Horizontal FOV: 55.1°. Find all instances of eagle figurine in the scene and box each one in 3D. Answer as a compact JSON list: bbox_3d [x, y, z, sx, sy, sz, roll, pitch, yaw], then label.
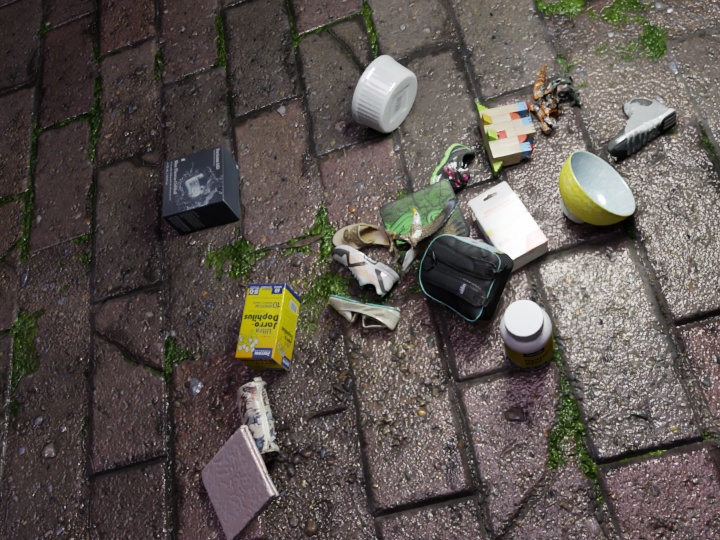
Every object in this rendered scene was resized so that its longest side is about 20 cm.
[{"bbox_3d":[0.163,-0.089,1.690,0.198,0.152,0.152,-11,104,6],"label":"eagle figurine"}]

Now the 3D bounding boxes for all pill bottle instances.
[{"bbox_3d":[0.364,0.139,1.510,0.110,0.200,0.112,-8,63,15],"label":"pill bottle"}]

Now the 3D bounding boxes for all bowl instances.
[{"bbox_3d":[0.540,-0.176,1.642,0.108,0.199,0.201,-49,49,42],"label":"bowl"}]

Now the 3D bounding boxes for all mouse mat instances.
[{"bbox_3d":[0.164,-0.126,1.772,0.199,0.008,0.162,-23,89,8],"label":"mouse mat"}]

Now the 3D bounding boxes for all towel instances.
[{"bbox_3d":[-0.285,0.495,1.608,0.200,0.032,0.192,-49,57,25],"label":"towel"}]

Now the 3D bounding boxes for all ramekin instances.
[{"bbox_3d":[0.071,-0.481,1.911,0.097,0.201,0.201,33,79,21],"label":"ramekin"}]

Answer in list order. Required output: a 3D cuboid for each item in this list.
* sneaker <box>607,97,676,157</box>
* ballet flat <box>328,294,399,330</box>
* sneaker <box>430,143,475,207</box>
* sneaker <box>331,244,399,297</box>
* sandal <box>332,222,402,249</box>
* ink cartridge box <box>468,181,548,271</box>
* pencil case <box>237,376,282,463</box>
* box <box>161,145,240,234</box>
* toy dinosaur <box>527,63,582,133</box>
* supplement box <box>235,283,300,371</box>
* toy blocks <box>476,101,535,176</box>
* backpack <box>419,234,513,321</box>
[{"bbox_3d":[0.676,-0.366,1.728,0.199,0.075,0.116,-29,55,-8],"label":"sneaker"},{"bbox_3d":[0.000,0.108,1.727,0.198,0.067,0.063,11,79,23],"label":"ballet flat"},{"bbox_3d":[0.241,-0.245,1.807,0.083,0.077,0.201,17,73,29],"label":"sneaker"},{"bbox_3d":[0.000,0.000,1.773,0.199,0.074,0.080,27,78,28],"label":"sneaker"},{"bbox_3d":[0.016,-0.101,1.816,0.210,0.070,0.078,4,67,20],"label":"sandal"},{"bbox_3d":[0.363,-0.109,1.706,0.116,0.068,0.201,-28,62,3],"label":"ink cartridge box"},{"bbox_3d":[-0.247,0.365,1.675,0.089,0.077,0.201,-40,54,35],"label":"pencil case"},{"bbox_3d":[-0.464,-0.235,2.016,0.198,0.118,0.198,-13,62,11],"label":"box"},{"bbox_3d":[0.500,-0.461,1.819,0.135,0.102,0.202,-17,82,29],"label":"toy dinosaur"},{"bbox_3d":[-0.234,0.145,1.761,0.108,0.110,0.202,-2,66,18],"label":"supplement box"},{"bbox_3d":[0.394,-0.357,1.808,0.135,0.100,0.202,-11,64,1],"label":"toy blocks"},{"bbox_3d":[0.246,0.010,1.623,0.199,0.153,0.177,24,104,28],"label":"backpack"}]
